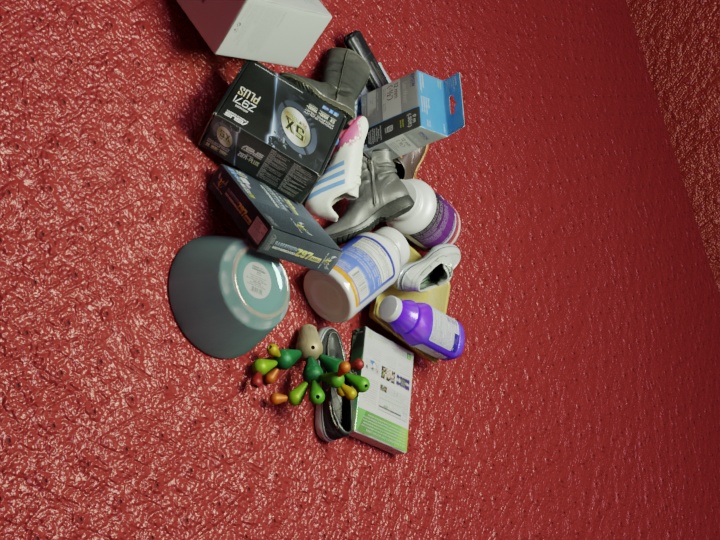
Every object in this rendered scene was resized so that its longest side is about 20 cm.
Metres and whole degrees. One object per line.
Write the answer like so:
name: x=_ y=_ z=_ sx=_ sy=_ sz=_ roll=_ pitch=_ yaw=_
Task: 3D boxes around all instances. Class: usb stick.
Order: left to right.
usb stick: x=0.028 y=-0.402 z=1.802 sx=0.200 sy=0.033 sz=0.055 roll=58 pitch=34 yaw=-17

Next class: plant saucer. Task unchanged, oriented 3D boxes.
plant saucer: x=0.089 y=0.058 z=1.716 sx=0.200 sy=0.048 sz=0.200 roll=39 pitch=50 yaw=-34

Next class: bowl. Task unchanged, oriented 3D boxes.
bowl: x=-0.186 y=0.030 z=1.358 sx=0.201 sy=0.105 sz=0.201 roll=21 pitch=61 yaw=-45

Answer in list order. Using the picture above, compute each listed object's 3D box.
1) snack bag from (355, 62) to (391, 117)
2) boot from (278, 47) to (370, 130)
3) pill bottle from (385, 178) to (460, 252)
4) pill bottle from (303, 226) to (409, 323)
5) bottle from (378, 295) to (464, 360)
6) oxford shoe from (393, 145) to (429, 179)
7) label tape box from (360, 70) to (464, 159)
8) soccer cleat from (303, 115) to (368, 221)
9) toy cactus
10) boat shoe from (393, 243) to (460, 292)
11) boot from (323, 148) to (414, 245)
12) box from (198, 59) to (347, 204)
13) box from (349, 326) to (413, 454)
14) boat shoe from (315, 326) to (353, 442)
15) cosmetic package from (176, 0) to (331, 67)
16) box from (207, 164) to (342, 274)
snack bag: x=0.040 y=-0.326 z=1.830 sx=0.189 sy=0.021 sz=0.200 roll=56 pitch=42 yaw=-19
boot: x=-0.069 y=-0.373 z=1.680 sx=0.182 sy=0.073 sz=0.200 roll=29 pitch=48 yaw=-20
pill bottle: x=0.116 y=-0.111 z=1.729 sx=0.200 sy=0.112 sz=0.113 roll=30 pitch=52 yaw=-60
pill bottle: x=0.000 y=0.000 z=1.565 sx=0.200 sy=0.112 sz=0.112 roll=-38 pitch=105 yaw=-42
bottle: x=0.115 y=0.104 z=1.638 sx=0.200 sy=0.065 sz=0.084 roll=29 pitch=55 yaw=-40
oxford shoe: x=0.091 y=-0.237 z=1.759 sx=0.073 sy=0.071 sz=0.201 roll=3 pitch=97 yaw=-66
label tape box: x=0.099 y=-0.309 z=1.703 sx=0.066 sy=0.200 sz=0.144 roll=34 pitch=46 yaw=-45
soccer cleat: x=-0.025 y=-0.178 z=1.565 sx=0.086 sy=0.070 sz=0.200 roll=31 pitch=84 yaw=6
toy cactus: x=-0.083 y=0.147 z=1.432 sx=0.199 sy=0.102 sz=0.165 roll=2 pitch=38 yaw=-11
boat shoe: x=0.146 y=0.005 z=1.699 sx=0.200 sy=0.067 sz=0.074 roll=-28 pitch=129 yaw=-43
boot: x=-0.011 y=-0.134 z=1.610 sx=0.200 sy=0.070 sz=0.132 roll=-26 pitch=82 yaw=-10
box: x=-0.144 y=-0.236 z=1.467 sx=0.200 sy=0.086 sz=0.164 roll=30 pitch=48 yaw=-10
box: x=0.035 y=0.221 z=1.599 sx=0.144 sy=0.036 sz=0.200 roll=32 pitch=52 yaw=-38
boat shoe: x=-0.040 y=0.190 z=1.496 sx=0.070 sy=0.066 sz=0.201 roll=24 pitch=58 yaw=-43
cosmetic package: x=-0.192 y=-0.462 z=1.477 sx=0.200 sy=0.123 sz=0.200 roll=-6 pitch=54 yaw=-49
box: x=-0.139 y=-0.084 z=1.414 sx=0.158 sy=0.051 sz=0.200 roll=20 pitch=22 yaw=-44
